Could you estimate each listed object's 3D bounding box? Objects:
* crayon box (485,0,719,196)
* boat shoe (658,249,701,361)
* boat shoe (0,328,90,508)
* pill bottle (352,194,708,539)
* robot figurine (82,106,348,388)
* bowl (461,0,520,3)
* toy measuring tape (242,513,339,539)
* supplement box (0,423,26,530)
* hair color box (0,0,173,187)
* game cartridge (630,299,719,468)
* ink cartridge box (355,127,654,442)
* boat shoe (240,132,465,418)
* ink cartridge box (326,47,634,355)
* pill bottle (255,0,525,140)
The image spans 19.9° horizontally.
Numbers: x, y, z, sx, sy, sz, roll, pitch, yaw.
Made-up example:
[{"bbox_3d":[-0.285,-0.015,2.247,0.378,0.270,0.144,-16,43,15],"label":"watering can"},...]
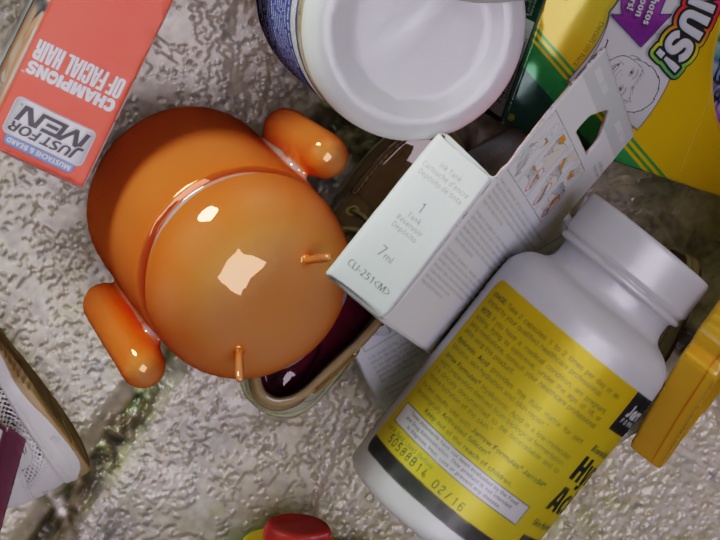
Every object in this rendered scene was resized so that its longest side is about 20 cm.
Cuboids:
[{"bbox_3d":[0.184,-0.160,1.205,0.171,0.058,0.201,16,101,-17],"label":"crayon box"},{"bbox_3d":[0.119,0.060,1.199,0.072,0.072,0.200,38,95,-8],"label":"boat shoe"},{"bbox_3d":[-0.231,0.054,1.158,0.069,0.071,0.201,-33,111,-3],"label":"boat shoe"},{"bbox_3d":[0.096,0.061,1.118,0.111,0.111,0.200,36,95,-19],"label":"pill bottle"},{"bbox_3d":[-0.078,-0.014,1.104,0.143,0.200,0.117,-16,120,-19],"label":"robot figurine"},{"bbox_3d":[0.075,-0.217,0.985,0.199,0.075,0.201,-16,76,-33],"label":"bowl"},{"bbox_3d":[-0.069,0.187,1.214,0.199,0.073,0.074,-8,109,-42],"label":"toy measuring tape"},{"bbox_3d":[-0.297,0.141,1.118,0.131,0.103,0.200,41,113,-20],"label":"supplement box"},{"bbox_3d":[-0.137,-0.155,1.103,0.064,0.111,0.201,24,98,-17],"label":"hair color box"},{"bbox_3d":[0.235,0.008,1.177,0.032,0.177,0.200,35,70,11],"label":"game cartridge"},{"bbox_3d":[0.075,0.037,1.251,0.159,0.047,0.201,-30,93,-3],"label":"ink cartridge box"},{"bbox_3d":[0.000,0.000,1.187,0.074,0.066,0.201,31,88,-2],"label":"boat shoe"},{"bbox_3d":[0.070,-0.039,1.098,0.043,0.200,0.174,38,90,15],"label":"ink cartridge box"},{"bbox_3d":[0.006,-0.143,1.093,0.115,0.200,0.117,-4,106,-14],"label":"pill bottle"}]
